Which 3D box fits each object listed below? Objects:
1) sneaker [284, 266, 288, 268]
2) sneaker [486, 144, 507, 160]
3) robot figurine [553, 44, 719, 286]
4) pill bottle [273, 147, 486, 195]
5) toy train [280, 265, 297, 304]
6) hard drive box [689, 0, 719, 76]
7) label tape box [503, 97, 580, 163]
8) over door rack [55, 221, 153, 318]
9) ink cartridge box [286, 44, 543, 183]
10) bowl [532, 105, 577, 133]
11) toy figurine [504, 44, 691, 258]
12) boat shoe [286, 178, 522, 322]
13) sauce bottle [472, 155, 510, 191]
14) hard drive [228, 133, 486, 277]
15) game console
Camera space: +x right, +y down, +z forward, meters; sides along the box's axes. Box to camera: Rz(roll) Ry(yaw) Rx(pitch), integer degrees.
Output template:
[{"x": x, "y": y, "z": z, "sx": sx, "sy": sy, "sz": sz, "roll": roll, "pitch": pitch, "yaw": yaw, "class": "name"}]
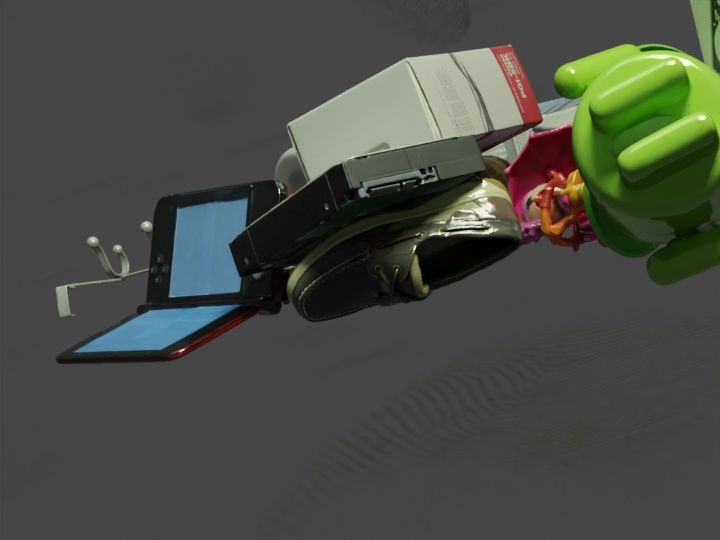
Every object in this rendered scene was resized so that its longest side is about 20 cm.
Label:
[{"x": -0.114, "y": -0.009, "z": 1.636, "sx": 0.085, "sy": 0.078, "sz": 0.199, "roll": -34, "pitch": 10, "yaw": -31, "class": "sneaker"}, {"x": 0.055, "y": -0.105, "z": 1.827, "sx": 0.198, "sy": 0.076, "sz": 0.114, "roll": -21, "pitch": 13, "yaw": -12, "class": "sneaker"}, {"x": 0.211, "y": -0.083, "z": 1.185, "sx": 0.115, "sy": 0.177, "sz": 0.200, "roll": -29, "pitch": -14, "yaw": 8, "class": "robot figurine"}, {"x": 0.024, "y": -0.092, "z": 1.679, "sx": 0.199, "sy": 0.121, "sz": 0.119, "roll": -23, "pitch": 12, "yaw": -33, "class": "pill bottle"}, {"x": 0.000, "y": 0.000, "z": 1.469, "sx": 0.198, "sy": 0.035, "sz": 0.046, "roll": -9, "pitch": 8, "yaw": 33, "class": "toy train"}, {"x": 0.325, "y": -0.134, "z": 1.199, "sx": 0.076, "sy": 0.202, "sz": 0.155, "roll": -20, "pitch": 10, "yaw": -23, "class": "hard drive box"}, {"x": 0.237, "y": -0.157, "z": 1.860, "sx": 0.198, "sy": 0.067, "sz": 0.143, "roll": -10, "pitch": 11, "yaw": 27, "class": "label tape box"}, {"x": -0.234, "y": -0.016, "z": 1.837, "sx": 0.146, "sy": 0.067, "sz": 0.200, "roll": -14, "pitch": 10, "yaw": 15, "class": "over door rack"}, {"x": 0.051, "y": -0.132, "z": 1.510, "sx": 0.146, "sy": 0.084, "sz": 0.199, "roll": -25, "pitch": -4, "yaw": 32, "class": "ink cartridge box"}, {"x": 0.283, "y": -0.137, "z": 1.652, "sx": 0.198, "sy": 0.076, "sz": 0.200, "roll": -18, "pitch": 11, "yaw": -12, "class": "bowl"}, {"x": 0.187, "y": -0.067, "z": 1.379, "sx": 0.184, "sy": 0.150, "sz": 0.201, "roll": -25, "pitch": 23, "yaw": 54, "class": "toy figurine"}, {"x": 0.036, "y": -0.008, "z": 1.353, "sx": 0.198, "sy": 0.073, "sz": 0.065, "roll": -27, "pitch": 45, "yaw": 2, "class": "boat shoe"}, {"x": 0.087, "y": -0.055, "z": 1.547, "sx": 0.065, "sy": 0.067, "sz": 0.200, "roll": -11, "pitch": 11, "yaw": 27, "class": "sauce bottle"}, {"x": -0.006, "y": -0.053, "z": 1.387, "sx": 0.139, "sy": 0.038, "sz": 0.200, "roll": -15, "pitch": -9, "yaw": -34, "class": "hard drive"}, {"x": -0.171, "y": 0.002, "z": 1.509, "sx": 0.118, "sy": 0.175, "sz": 0.199, "roll": 11, "pitch": -10, "yaw": -40, "class": "game console"}]
